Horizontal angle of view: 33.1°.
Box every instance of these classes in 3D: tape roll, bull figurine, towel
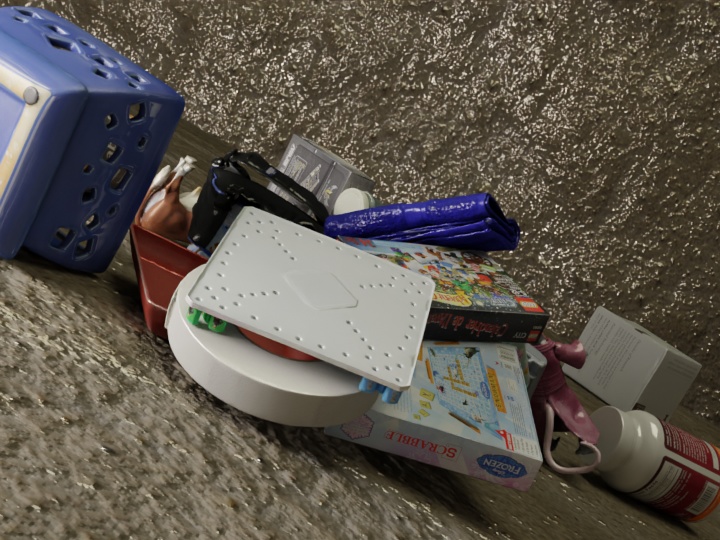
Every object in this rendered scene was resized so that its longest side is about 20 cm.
[{"bbox_3d":[-0.071,0.060,1.068,0.202,0.037,0.203,17,29,-9],"label":"tape roll"},{"bbox_3d":[-0.202,-0.075,1.573,0.065,0.122,0.199,35,14,35],"label":"bull figurine"},{"bbox_3d":[0.072,-0.037,1.375,0.199,0.050,0.148,-7,-16,21],"label":"towel"}]

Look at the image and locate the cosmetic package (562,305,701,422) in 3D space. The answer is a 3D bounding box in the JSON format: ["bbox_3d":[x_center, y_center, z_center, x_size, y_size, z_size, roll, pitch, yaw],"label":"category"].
[{"bbox_3d":[0.570,0.206,2.551,0.164,0.166,0.200,21,11,-46],"label":"cosmetic package"}]

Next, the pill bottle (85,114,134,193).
[{"bbox_3d":[-0.359,-0.161,1.503,0.116,0.117,0.200,32,7,23],"label":"pill bottle"}]

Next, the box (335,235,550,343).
[{"bbox_3d":[0.082,0.020,1.265,0.199,0.038,0.137,5,28,-34],"label":"box"}]

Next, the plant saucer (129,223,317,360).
[{"bbox_3d":[-0.140,0.043,1.198,0.199,0.037,0.200,27,13,-24],"label":"plant saucer"}]

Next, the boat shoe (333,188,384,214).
[{"bbox_3d":[0.000,0.000,1.523,0.073,0.202,0.062,-3,-10,41],"label":"boat shoe"}]

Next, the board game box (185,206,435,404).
[{"bbox_3d":[-0.039,0.026,1.083,0.199,0.026,0.200,22,28,0],"label":"board game box"}]

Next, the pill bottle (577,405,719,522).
[{"bbox_3d":[0.395,0.257,1.635,0.199,0.113,0.113,27,7,-25],"label":"pill bottle"}]

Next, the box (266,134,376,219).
[{"bbox_3d":[-0.079,-0.064,1.616,0.048,0.201,0.158,20,10,-40],"label":"box"}]

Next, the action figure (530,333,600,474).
[{"bbox_3d":[0.226,0.146,1.544,0.133,0.201,0.149,-13,19,14],"label":"action figure"}]

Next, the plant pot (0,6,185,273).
[{"bbox_3d":[-0.315,-0.127,1.127,0.199,0.201,0.180,32,13,18],"label":"plant pot"}]

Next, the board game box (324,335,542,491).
[{"bbox_3d":[0.065,0.112,1.163,0.198,0.041,0.200,18,26,-9],"label":"board game box"}]

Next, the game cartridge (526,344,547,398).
[{"bbox_3d":[0.136,0.110,1.542,0.200,0.134,0.041,38,35,25],"label":"game cartridge"}]

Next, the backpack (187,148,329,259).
[{"bbox_3d":[-0.114,-0.031,1.452,0.190,0.155,0.200,23,17,-13],"label":"backpack"}]

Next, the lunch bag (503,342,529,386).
[{"bbox_3d":[0.092,0.082,1.422,0.199,0.122,0.171,32,-20,27],"label":"lunch bag"}]
